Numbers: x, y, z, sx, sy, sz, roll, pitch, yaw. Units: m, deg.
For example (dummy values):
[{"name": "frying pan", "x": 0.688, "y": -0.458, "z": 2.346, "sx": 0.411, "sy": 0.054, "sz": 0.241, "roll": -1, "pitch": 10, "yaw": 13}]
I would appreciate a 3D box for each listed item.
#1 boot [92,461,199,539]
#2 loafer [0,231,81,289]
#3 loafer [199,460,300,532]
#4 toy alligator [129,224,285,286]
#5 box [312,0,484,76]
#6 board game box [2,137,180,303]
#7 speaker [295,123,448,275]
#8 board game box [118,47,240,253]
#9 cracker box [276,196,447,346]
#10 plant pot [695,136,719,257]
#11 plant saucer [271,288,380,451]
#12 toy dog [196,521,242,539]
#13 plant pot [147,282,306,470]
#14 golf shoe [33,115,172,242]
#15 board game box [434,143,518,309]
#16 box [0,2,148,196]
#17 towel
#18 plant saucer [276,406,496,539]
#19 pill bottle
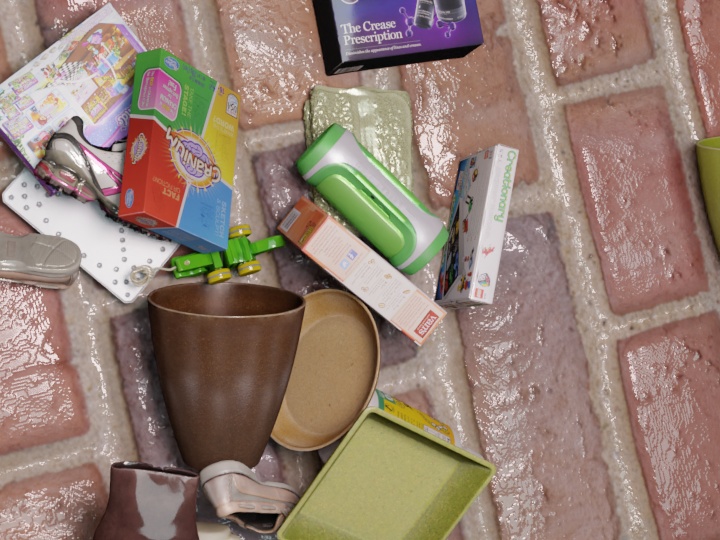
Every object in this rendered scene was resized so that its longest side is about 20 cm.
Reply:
[{"name": "boot", "x": -0.192, "y": 0.304, "z": 1.454, "sx": 0.199, "sy": 0.072, "sz": 0.167, "roll": 13, "pitch": 99, "yaw": -4}, {"name": "loafer", "x": -0.428, "y": -0.013, "z": 1.565, "sx": 0.199, "sy": 0.063, "sz": 0.072, "roll": 10, "pitch": 51, "yaw": -11}, {"name": "loafer", "x": -0.124, "y": 0.283, "z": 1.577, "sx": 0.072, "sy": 0.200, "sz": 0.063, "roll": -26, "pitch": 57, "yaw": 14}, {"name": "toy alligator", "x": -0.190, "y": -0.010, "z": 1.643, "sx": 0.199, "sy": 0.054, "sz": 0.060, "roll": -15, "pitch": 82, "yaw": -20}, {"name": "box", "x": 0.045, "y": -0.341, "z": 1.736, "sx": 0.199, "sy": 0.079, "sz": 0.142, "roll": -11, "pitch": 87, "yaw": -18}, {"name": "board game box", "x": -0.297, "y": -0.097, "z": 1.632, "sx": 0.200, "sy": 0.026, "sz": 0.200, "roll": 41, "pitch": 76, "yaw": -11}, {"name": "speaker", "x": 0.015, "y": -0.088, "z": 1.663, "sx": 0.200, "sy": 0.088, "sz": 0.089, "roll": 44, "pitch": 75, "yaw": -9}, {"name": "board game box", "x": -0.209, "y": -0.137, "z": 1.573, "sx": 0.153, "sy": 0.040, "sz": 0.201, "roll": 25, "pitch": 63, "yaw": -53}, {"name": "cracker box", "x": 0.000, "y": 0.000, "z": 1.645, "sx": 0.200, "sy": 0.134, "sz": 0.058, "roll": 39, "pitch": 90, "yaw": -20}, {"name": "plant pot", "x": 0.555, "y": -0.078, "z": 1.842, "sx": 0.186, "sy": 0.187, "sz": 0.201, "roll": -7, "pitch": 103, "yaw": -18}, {"name": "plant saucer", "x": -0.045, "y": 0.123, "z": 1.628, "sx": 0.035, "sy": 0.199, "sz": 0.201, "roll": 25, "pitch": 77, "yaw": -46}, {"name": "toy dog", "x": -0.231, "y": 0.380, "z": 1.565, "sx": 0.193, "sy": 0.140, "sz": 0.201, "roll": 16, "pitch": 93, "yaw": -8}, {"name": "plant pot", "x": -0.161, "y": 0.130, "z": 1.593, "sx": 0.186, "sy": 0.187, "sz": 0.201, "roll": -1, "pitch": 102, "yaw": -18}, {"name": "golf shoe", "x": -0.276, "y": -0.102, "z": 1.563, "sx": 0.200, "sy": 0.072, "sz": 0.092, "roll": 32, "pitch": 83, "yaw": -34}, {"name": "board game box", "x": 0.147, "y": -0.053, "z": 1.719, "sx": 0.034, "sy": 0.126, "sz": 0.201, "roll": 13, "pitch": 82, "yaw": -16}, {"name": "box", "x": -0.333, "y": -0.203, "z": 1.594, "sx": 0.200, "sy": 0.039, "sz": 0.137, "roll": -41, "pitch": 99, "yaw": -17}, {"name": "towel", "x": 0.002, "y": -0.138, "z": 1.726, "sx": 0.147, "sy": 0.036, "sz": 0.201, "roll": -1, "pitch": 86, "yaw": -17}, {"name": "plant saucer", "x": 0.026, "y": 0.261, "z": 1.583, "sx": 0.199, "sy": 0.048, "sz": 0.200, "roll": 28, "pitch": 105, "yaw": -27}, {"name": "pill bottle", "x": 0.055, "y": 0.228, "z": 1.669, "sx": 0.199, "sy": 0.113, "sz": 0.113, "roll": 29, "pitch": 78, "yaw": -23}]
